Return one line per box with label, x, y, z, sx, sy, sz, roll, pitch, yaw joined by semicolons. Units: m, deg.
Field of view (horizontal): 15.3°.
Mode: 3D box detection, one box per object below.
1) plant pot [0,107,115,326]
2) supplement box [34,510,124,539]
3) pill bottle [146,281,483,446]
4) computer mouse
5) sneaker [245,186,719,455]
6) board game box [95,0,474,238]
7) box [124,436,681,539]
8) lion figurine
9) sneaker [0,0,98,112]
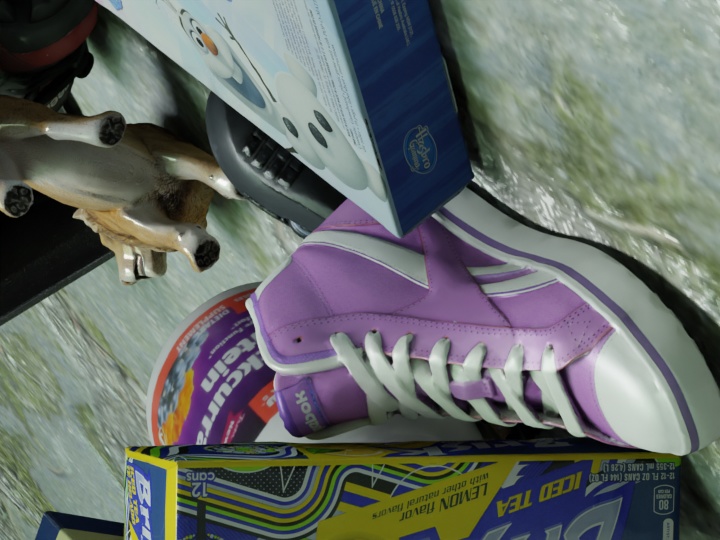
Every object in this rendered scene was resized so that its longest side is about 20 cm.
plant pot;-0.269;-0.071;1.424;0.200;0.199;0.177;62;172;-29
supplement box;-0.030;0.212;1.111;0.200;0.135;0.200;13;-168;-35
pill bottle;-0.011;0.083;1.122;0.112;0.111;0.200;61;170;-25
computer mouse;0.000;0.000;1.107;0.200;0.034;0.059;48;162;11
sneaker;0.035;0.038;0.959;0.200;0.114;0.073;29;150;50
board game box;-0.053;-0.135;0.957;0.199;0.043;0.200;38;158;36
box;0.016;0.098;0.982;0.064;0.199;0.070;-175;86;-67
lion figurine;-0.129;-0.047;1.198;0.122;0.073;0.200;21;175;44
sneaker;-0.155;-0.109;1.229;0.098;0.071;0.200;59;164;-21
